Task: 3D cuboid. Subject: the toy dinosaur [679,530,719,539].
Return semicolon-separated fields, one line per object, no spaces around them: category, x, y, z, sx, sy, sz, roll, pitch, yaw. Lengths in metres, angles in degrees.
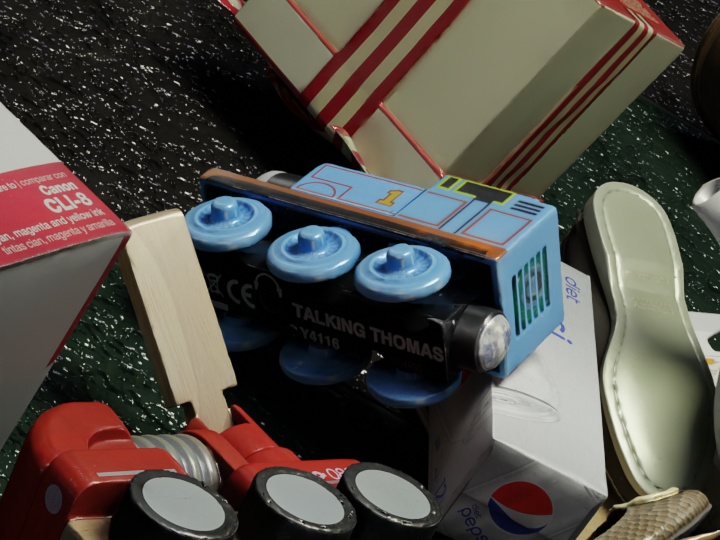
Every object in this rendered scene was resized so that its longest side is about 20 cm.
toy dinosaur;0.082;0.180;1.013;0.106;0.060;0.201;38;58;-35

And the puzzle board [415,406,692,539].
puzzle board;0.116;0.140;1.207;0.150;0.017;0.200;13;36;-36

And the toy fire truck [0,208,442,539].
toy fire truck;-0.082;0.076;1.009;0.175;0.129;0.200;2;30;-43

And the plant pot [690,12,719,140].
plant pot;0.345;-0.081;1.608;0.199;0.200;0.199;17;40;-28

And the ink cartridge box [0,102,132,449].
ink cartridge box;-0.229;-0.018;0.955;0.200;0.146;0.144;44;30;16

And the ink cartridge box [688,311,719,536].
ink cartridge box;0.239;0.099;1.365;0.199;0.044;0.174;6;38;-39

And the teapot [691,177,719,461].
teapot;0.260;0.064;1.181;0.146;0.199;0.198;45;52;-55

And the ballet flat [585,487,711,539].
ballet flat;0.083;0.141;1.078;0.200;0.067;0.046;-27;71;-32

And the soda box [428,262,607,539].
soda box;0.077;0.062;1.199;0.068;0.064;0.200;27;29;-13

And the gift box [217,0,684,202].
gift box;0.042;-0.133;1.358;0.185;0.187;0.200;51;18;24

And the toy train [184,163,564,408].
toy train;0.000;0.000;1.162;0.199;0.087;0.114;16;36;33

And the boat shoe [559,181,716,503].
boat shoe;0.145;0.049;1.286;0.071;0.061;0.202;15;50;-23

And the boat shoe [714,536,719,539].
boat shoe;0.160;0.167;1.120;0.068;0.072;0.200;43;27;11
